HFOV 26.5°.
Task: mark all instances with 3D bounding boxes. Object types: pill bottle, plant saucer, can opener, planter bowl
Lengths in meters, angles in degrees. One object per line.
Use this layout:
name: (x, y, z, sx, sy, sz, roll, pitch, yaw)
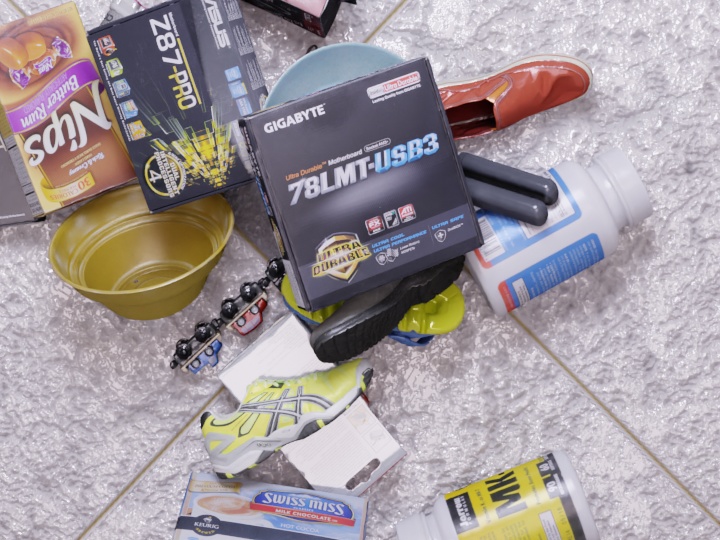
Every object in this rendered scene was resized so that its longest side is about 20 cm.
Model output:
pill bottle: (0.145, 0.278, 1.626, 0.198, 0.114, 0.115, -22, 90, 1)
plant saucer: (-0.012, -0.127, 1.543, 0.199, 0.039, 0.204, -1, 95, -17)
pill bottle: (0.205, -0.046, 1.622, 0.199, 0.112, 0.113, -28, 90, 1)
can opener: (0.106, -0.105, 1.579, 0.198, 0.067, 0.054, 20, 67, 26)
planter bowl: (-0.224, -0.006, 1.622, 0.198, 0.201, 0.084, -8, 127, 1)

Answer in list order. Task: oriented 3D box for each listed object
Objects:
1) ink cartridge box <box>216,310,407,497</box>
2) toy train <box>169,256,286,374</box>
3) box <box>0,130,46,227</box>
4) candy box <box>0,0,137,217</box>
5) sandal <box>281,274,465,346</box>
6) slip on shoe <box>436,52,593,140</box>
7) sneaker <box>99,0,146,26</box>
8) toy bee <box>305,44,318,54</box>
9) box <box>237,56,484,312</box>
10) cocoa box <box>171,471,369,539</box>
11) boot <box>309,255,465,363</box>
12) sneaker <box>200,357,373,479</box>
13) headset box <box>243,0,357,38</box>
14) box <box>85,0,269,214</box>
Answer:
ink cartridge box: (-0.051, 0.153, 1.660, 0.109, 0.050, 0.200, -40, 91, 1)
toy train: (-0.127, 0.045, 1.669, 0.200, 0.034, 0.046, -41, 102, 0)
box: (-0.452, -0.120, 1.665, 0.197, 0.044, 0.162, -7, 91, 1)
candy box: (-0.326, -0.171, 1.628, 0.116, 0.056, 0.202, -24, 98, -24)
sandal: (0.011, 0.041, 1.640, 0.198, 0.087, 0.080, 13, 70, 5)
slip on shoe: (0.153, -0.179, 1.634, 0.198, 0.074, 0.062, -13, 46, 5)
sneaker: (-0.212, -0.208, 1.647, 0.200, 0.074, 0.088, 41, 91, 5)
toy bee: (-0.021, -0.132, 1.628, 0.108, 0.131, 0.202, 22, 80, -24)
box: (0.002, -0.086, 1.507, 0.198, 0.050, 0.201, -20, 100, -14)
cocoa box: (-0.098, 0.313, 1.602, 0.197, 0.132, 0.135, 9, 123, 1)
boot: (0.000, 0.000, 1.584, 0.199, 0.068, 0.131, -35, 65, -21)
sneaker: (-0.079, 0.140, 1.598, 0.199, 0.075, 0.077, -30, 91, 0)
headset box: (-0.096, -0.319, 1.605, 0.198, 0.149, 0.078, 24, 91, 1)
box: (-0.175, -0.175, 1.568, 0.160, 0.049, 0.202, -15, 100, 21)
